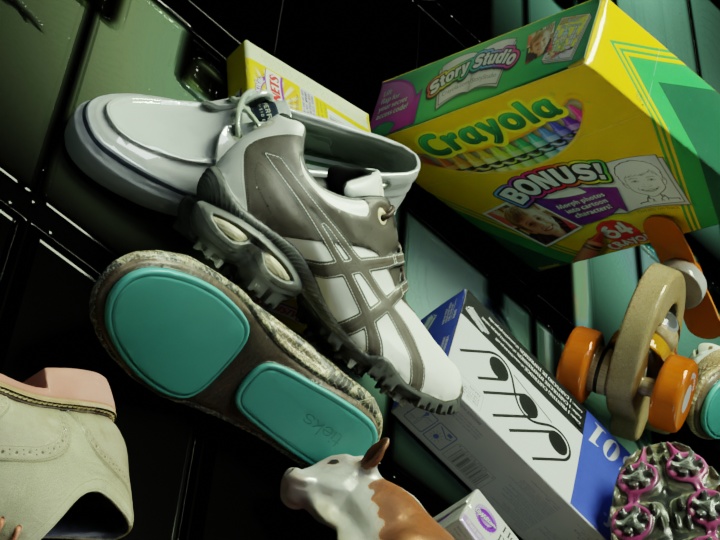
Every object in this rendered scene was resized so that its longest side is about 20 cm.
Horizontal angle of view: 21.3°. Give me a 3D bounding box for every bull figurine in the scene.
[{"bbox_3d":[0.031,0.177,0.937,0.200,0.065,0.122,48,32,-8],"label":"bull figurine"}]

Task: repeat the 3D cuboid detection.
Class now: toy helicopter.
[{"bbox_3d":[0.193,0.052,1.244,0.200,0.078,0.133,57,52,-65],"label":"toy helicopter"}]

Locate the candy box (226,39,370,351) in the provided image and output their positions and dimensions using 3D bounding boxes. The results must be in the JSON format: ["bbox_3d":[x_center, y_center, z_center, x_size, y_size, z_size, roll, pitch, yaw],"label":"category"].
[{"bbox_3d":[-0.031,-0.041,1.121,0.102,0.026,0.201,27,38,-30],"label":"candy box"}]

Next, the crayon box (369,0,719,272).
[{"bbox_3d":[0.131,-0.080,1.222,0.172,0.199,0.059,33,59,-31],"label":"crayon box"}]

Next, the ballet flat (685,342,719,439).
[{"bbox_3d":[0.273,0.085,1.409,0.065,0.071,0.200,38,16,32],"label":"ballet flat"}]

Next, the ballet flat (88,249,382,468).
[{"bbox_3d":[-0.069,0.038,0.957,0.200,0.068,0.075,36,11,-38],"label":"ballet flat"}]

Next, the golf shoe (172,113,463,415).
[{"bbox_3d":[0.000,0.000,1.004,0.200,0.095,0.078,41,-7,-31],"label":"golf shoe"}]

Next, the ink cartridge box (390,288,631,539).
[{"bbox_3d":[0.107,0.112,1.139,0.200,0.044,0.094,45,31,-15],"label":"ink cartridge box"}]

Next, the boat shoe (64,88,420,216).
[{"bbox_3d":[-0.059,-0.070,1.035,0.199,0.067,0.074,10,45,-34],"label":"boat shoe"}]

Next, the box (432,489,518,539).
[{"bbox_3d":[0.106,0.211,1.034,0.200,0.041,0.039,51,27,-3],"label":"box"}]

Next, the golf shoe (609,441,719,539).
[{"bbox_3d":[0.186,0.195,1.085,0.092,0.072,0.201,73,6,-55],"label":"golf shoe"}]

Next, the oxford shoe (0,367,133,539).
[{"bbox_3d":[-0.156,0.082,0.761,0.200,0.071,0.074,-1,61,-56],"label":"oxford shoe"}]
